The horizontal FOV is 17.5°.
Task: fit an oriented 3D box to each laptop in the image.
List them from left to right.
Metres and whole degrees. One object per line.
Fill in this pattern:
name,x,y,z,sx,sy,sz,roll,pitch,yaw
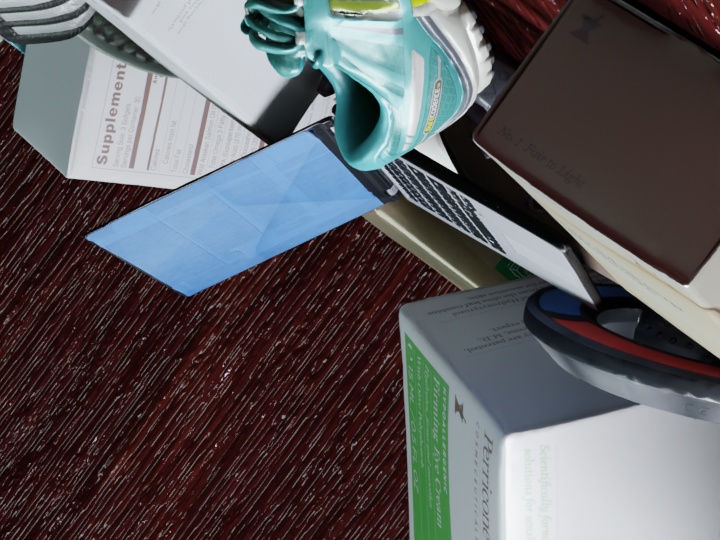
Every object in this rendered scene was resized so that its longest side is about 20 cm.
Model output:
laptop,0.000,0.000,1.142,0.200,0.116,0.187,31,178,14

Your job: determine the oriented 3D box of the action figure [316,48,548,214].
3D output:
action figure,0.072,-0.068,1.036,0.200,0.069,0.130,33,170,21

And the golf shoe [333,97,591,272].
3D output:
golf shoe,0.081,-0.072,1.334,0.200,0.078,0.097,31,165,-17

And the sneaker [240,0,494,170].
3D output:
sneaker,-0.013,-0.115,0.908,0.077,0.080,0.200,37,167,47

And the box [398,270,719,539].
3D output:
box,0.143,0.121,1.404,0.171,0.199,0.200,-131,34,-57

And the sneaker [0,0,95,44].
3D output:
sneaker,-0.212,-0.167,1.146,0.199,0.116,0.075,0,155,19

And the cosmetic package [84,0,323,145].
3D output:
cosmetic package,-0.062,-0.141,1.033,0.081,0.113,0.200,36,178,20

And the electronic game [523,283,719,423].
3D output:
electronic game,0.185,0.041,1.241,0.199,0.042,0.200,11,-168,-2

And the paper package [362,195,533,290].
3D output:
paper package,0.099,-0.028,1.614,0.200,0.104,0.191,38,180,-8

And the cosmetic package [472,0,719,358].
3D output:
cosmetic package,0.129,-0.021,0.872,0.103,0.073,0.200,37,-179,29

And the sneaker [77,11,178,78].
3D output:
sneaker,-0.064,-0.136,1.205,0.199,0.076,0.105,9,-170,-6

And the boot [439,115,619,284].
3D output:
boot,0.137,-0.026,1.140,0.200,0.070,0.146,36,174,-19

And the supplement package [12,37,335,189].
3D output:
supplement package,-0.096,-0.117,1.437,0.199,0.118,0.117,5,-163,-27

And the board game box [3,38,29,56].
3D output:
board game box,-0.157,-0.188,1.479,0.200,0.151,0.047,36,180,-31
